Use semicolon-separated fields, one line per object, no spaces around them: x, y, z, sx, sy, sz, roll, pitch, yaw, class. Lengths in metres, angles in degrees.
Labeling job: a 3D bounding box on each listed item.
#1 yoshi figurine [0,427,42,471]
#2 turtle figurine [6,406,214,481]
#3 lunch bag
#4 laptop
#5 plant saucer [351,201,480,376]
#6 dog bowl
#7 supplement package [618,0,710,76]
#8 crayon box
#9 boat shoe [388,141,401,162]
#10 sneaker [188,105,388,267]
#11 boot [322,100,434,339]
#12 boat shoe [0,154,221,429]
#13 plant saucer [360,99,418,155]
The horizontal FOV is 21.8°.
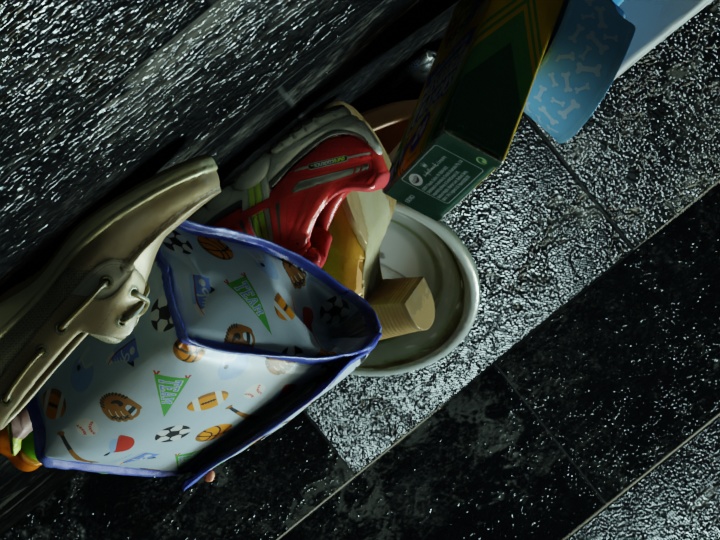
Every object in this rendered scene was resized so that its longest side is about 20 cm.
-0.242;0.106;1.590;0.112;0.113;0.200;15;158;-36;yoshi figurine
-0.184;0.102;1.400;0.160;0.065;0.200;-6;-151;-13;turtle figurine
-0.104;0.063;1.260;0.170;0.124;0.199;-37;148;32;lunch bag
0.034;-0.153;1.618;0.177;0.104;0.200;-41;152;27;laptop
0.000;0.000;1.520;0.200;0.200;0.050;-40;-156;35;plant saucer
0.160;-0.187;1.337;0.111;0.049;0.201;-47;-160;60;dog bowl
0.211;-0.233;1.486;0.200;0.117;0.117;-38;179;-13;supplement package
0.088;-0.148;1.319;0.201;0.051;0.126;-67;-170;-24;crayon box
0.046;-0.053;1.546;0.072;0.068;0.200;-13;150;-34;boat shoe
-0.065;-0.027;1.302;0.200;0.085;0.077;-40;177;16;sneaker
-0.036;-0.028;1.427;0.143;0.202;0.071;-5;-153;36;boot
-0.151;0.012;1.072;0.200;0.065;0.072;-39;178;3;boat shoe
0.009;-0.081;1.570;0.199;0.032;0.201;-23;155;-11;plant saucer
